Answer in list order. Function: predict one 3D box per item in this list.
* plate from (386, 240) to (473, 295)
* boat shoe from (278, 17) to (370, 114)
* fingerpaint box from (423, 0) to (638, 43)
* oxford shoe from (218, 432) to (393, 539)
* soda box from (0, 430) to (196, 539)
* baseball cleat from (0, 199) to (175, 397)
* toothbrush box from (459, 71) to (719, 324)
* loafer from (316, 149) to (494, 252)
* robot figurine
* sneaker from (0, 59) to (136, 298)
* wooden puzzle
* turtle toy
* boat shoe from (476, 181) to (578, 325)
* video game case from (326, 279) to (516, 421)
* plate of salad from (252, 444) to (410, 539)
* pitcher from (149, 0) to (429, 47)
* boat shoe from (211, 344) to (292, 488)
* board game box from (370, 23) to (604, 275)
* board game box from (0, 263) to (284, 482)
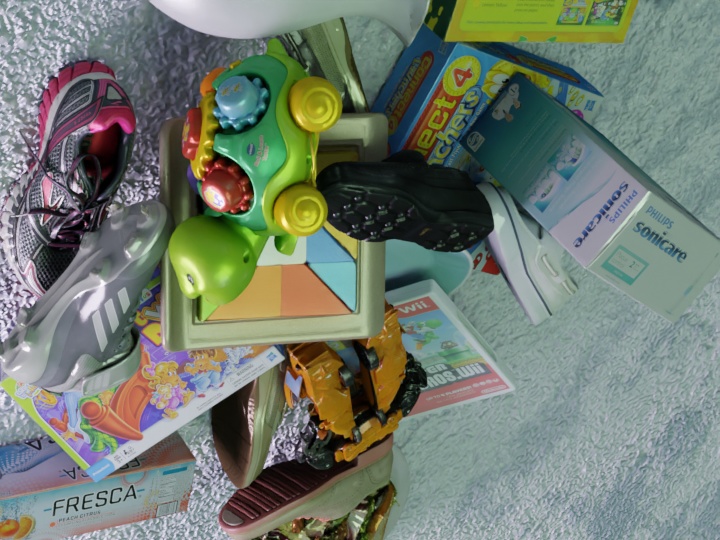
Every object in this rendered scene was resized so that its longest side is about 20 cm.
[{"bbox_3d":[0.000,0.000,1.557,0.198,0.026,0.200,-8,158,-3],"label":"plate"},{"bbox_3d":[-0.036,-0.158,1.436,0.066,0.072,0.202,-22,135,-5],"label":"boat shoe"},{"bbox_3d":[0.153,-0.280,1.468,0.199,0.073,0.168,-5,126,-33],"label":"fingerpaint box"},{"bbox_3d":[-0.044,0.216,1.672,0.199,0.070,0.075,-24,122,-28],"label":"oxford shoe"},{"bbox_3d":[-0.247,0.187,1.549,0.199,0.068,0.064,-8,127,-32],"label":"soda box"},{"bbox_3d":[-0.193,0.025,1.376,0.200,0.070,0.106,-39,131,25],"label":"baseball cleat"},{"bbox_3d":[0.200,-0.062,1.498,0.146,0.200,0.085,28,104,-46],"label":"toothbrush box"},{"bbox_3d":[0.031,-0.062,1.409,0.068,0.071,0.200,-34,153,32],"label":"loafer"},{"bbox_3d":[-0.008,0.101,1.590,0.144,0.058,0.201,-32,150,-15],"label":"robot figurine"},{"bbox_3d":[-0.226,-0.059,1.368,0.080,0.075,0.201,-4,126,-33],"label":"sneaker"},{"bbox_3d":[-0.065,-0.030,1.406,0.198,0.037,0.187,-4,102,-24],"label":"wooden puzzle"},{"bbox_3d":[-0.084,-0.072,1.300,0.100,0.146,0.202,7,98,-15],"label":"turtle toy"},{"bbox_3d":[0.152,-0.023,1.584,0.065,0.072,0.200,-32,138,0],"label":"boat shoe"},{"bbox_3d":[0.045,0.081,1.657,0.142,0.018,0.200,-17,143,21],"label":"video game case"},{"bbox_3d":[-0.031,0.252,1.771,0.199,0.048,0.201,-19,133,-22],"label":"plate of salad"},{"bbox_3d":[-0.057,-0.253,1.312,0.198,0.173,0.121,2,152,-15],"label":"pitcher"},{"bbox_3d":[-0.089,0.115,1.605,0.065,0.072,0.201,-16,132,-32],"label":"boat shoe"},{"bbox_3d":[0.092,-0.107,1.572,0.195,0.056,0.201,12,115,-41],"label":"board game box"},{"bbox_3d":[-0.183,0.072,1.469,0.199,0.045,0.135,-33,122,9],"label":"board game box"}]
